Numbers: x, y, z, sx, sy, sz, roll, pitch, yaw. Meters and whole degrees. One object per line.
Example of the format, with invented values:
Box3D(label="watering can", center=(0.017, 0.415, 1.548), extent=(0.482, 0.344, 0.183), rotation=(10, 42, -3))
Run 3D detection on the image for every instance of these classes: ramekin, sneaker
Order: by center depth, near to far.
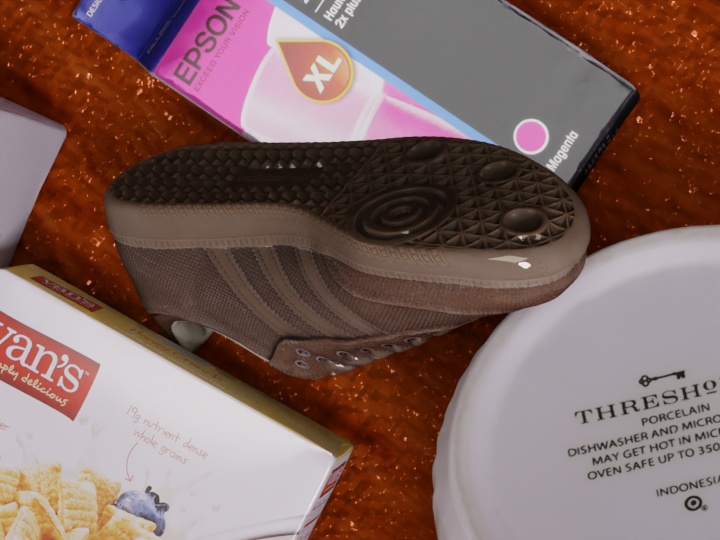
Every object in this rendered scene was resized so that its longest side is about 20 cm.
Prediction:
Box3D(label="ramekin", center=(0.114, 0.076, 0.775), extent=(0.201, 0.094, 0.203), rotation=(-10, 51, 12))
Box3D(label="sneaker", center=(0.000, 0.000, 0.830), extent=(0.199, 0.070, 0.076), rotation=(8, 127, 39))

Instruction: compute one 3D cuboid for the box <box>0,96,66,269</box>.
Box3D(label="box", center=(-0.234, -0.026, 0.872), extent=(0.199, 0.106, 0.153), rotation=(24, 92, 8))

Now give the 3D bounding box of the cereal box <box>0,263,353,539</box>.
Box3D(label="cereal box", center=(-0.109, 0.118, 0.874), extent=(0.143, 0.040, 0.201), rotation=(27, 99, 9))

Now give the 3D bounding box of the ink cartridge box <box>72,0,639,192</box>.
Box3D(label="ink cartridge box", center=(-0.005, -0.080, 0.878), extent=(0.199, 0.037, 0.095), rotation=(34, 93, 10))
